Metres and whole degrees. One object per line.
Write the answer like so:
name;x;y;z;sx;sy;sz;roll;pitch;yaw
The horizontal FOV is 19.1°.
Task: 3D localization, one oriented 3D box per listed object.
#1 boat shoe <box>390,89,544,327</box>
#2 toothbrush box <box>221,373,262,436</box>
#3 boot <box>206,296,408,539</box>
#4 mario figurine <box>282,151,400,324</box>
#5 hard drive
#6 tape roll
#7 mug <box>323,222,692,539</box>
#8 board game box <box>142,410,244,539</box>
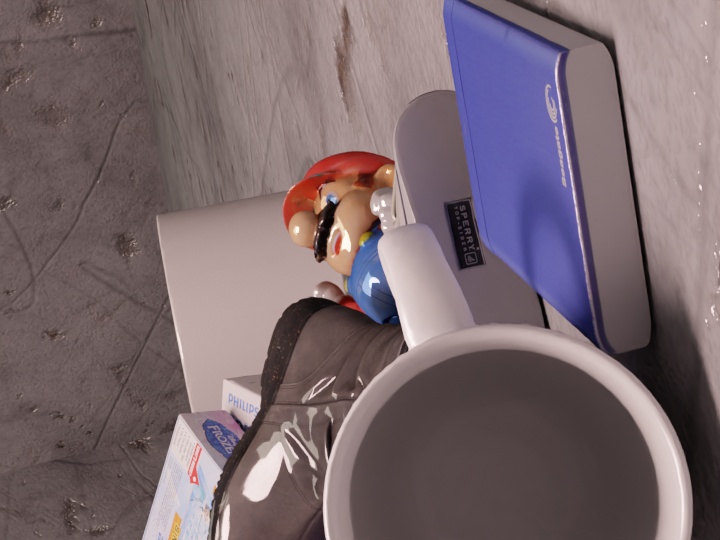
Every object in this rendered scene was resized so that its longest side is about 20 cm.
boat shoe;0.051;0.008;1.126;0.066;0.072;0.200;109;148;-82
toothbrush box;-0.027;0.180;1.431;0.146;0.085;0.200;19;110;53
boot;-0.016;0.116;1.192;0.132;0.070;0.200;17;97;55
mario figurine;0.000;0.000;1.283;0.106;0.123;0.200;39;-168;-39
hard drive;0.081;-0.052;0.978;0.200;0.025;0.132;-130;28;-72
tape roll;-0.081;0.040;1.755;0.203;0.139;0.203;169;90;-87
mug;0.052;0.074;0.932;0.175;0.148;0.200;50;-161;-86
board game box;-0.082;0.229;1.406;0.200;0.041;0.200;48;130;42
